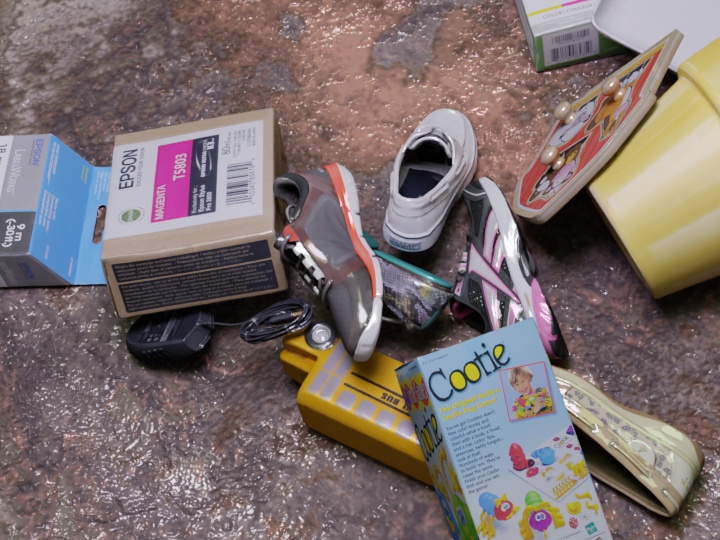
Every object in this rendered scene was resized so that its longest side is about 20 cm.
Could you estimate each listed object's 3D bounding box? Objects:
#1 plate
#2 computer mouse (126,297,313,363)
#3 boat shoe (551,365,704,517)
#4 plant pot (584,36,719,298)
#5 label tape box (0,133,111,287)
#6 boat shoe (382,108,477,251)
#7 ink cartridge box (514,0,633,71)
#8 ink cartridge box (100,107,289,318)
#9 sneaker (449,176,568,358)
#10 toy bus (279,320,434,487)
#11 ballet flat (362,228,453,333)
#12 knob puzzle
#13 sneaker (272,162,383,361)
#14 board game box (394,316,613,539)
[{"bbox_3d":[0.335,-0.257,1.605,0.199,0.032,0.201,29,62,-4],"label":"plate"},{"bbox_3d":[-0.127,0.056,1.483,0.198,0.034,0.059,-6,40,30],"label":"computer mouse"},{"bbox_3d":[0.187,0.138,1.379,0.198,0.074,0.063,22,60,21],"label":"boat shoe"},{"bbox_3d":[0.305,-0.078,1.444,0.188,0.201,0.202,-33,56,7],"label":"plant pot"},{"bbox_3d":[-0.335,-0.059,1.604,0.198,0.064,0.145,-2,57,8],"label":"label tape box"},{"bbox_3d":[0.070,-0.101,1.538,0.073,0.066,0.201,9,41,6],"label":"boat shoe"},{"bbox_3d":[0.205,-0.305,1.678,0.103,0.060,0.202,-13,56,1],"label":"ink cartridge box"},{"bbox_3d":[-0.152,-0.057,1.535,0.163,0.076,0.201,-9,40,3],"label":"ink cartridge box"},{"bbox_3d":[0.115,0.004,1.482,0.086,0.081,0.201,-22,49,7],"label":"sneaker"},{"bbox_3d":[0.015,0.117,1.428,0.199,0.065,0.079,23,65,22],"label":"toy bus"},{"bbox_3d":[0.000,0.000,1.504,0.072,0.072,0.200,-41,47,-17],"label":"ballet flat"},{"bbox_3d":[0.195,-0.121,1.486,0.030,0.219,0.220,40,65,-12],"label":"knob puzzle"},{"bbox_3d":[-0.035,-0.005,1.421,0.081,0.077,0.201,-1,51,-19],"label":"sneaker"},{"bbox_3d":[0.114,0.153,1.308,0.104,0.103,0.202,-18,85,-11],"label":"board game box"}]
